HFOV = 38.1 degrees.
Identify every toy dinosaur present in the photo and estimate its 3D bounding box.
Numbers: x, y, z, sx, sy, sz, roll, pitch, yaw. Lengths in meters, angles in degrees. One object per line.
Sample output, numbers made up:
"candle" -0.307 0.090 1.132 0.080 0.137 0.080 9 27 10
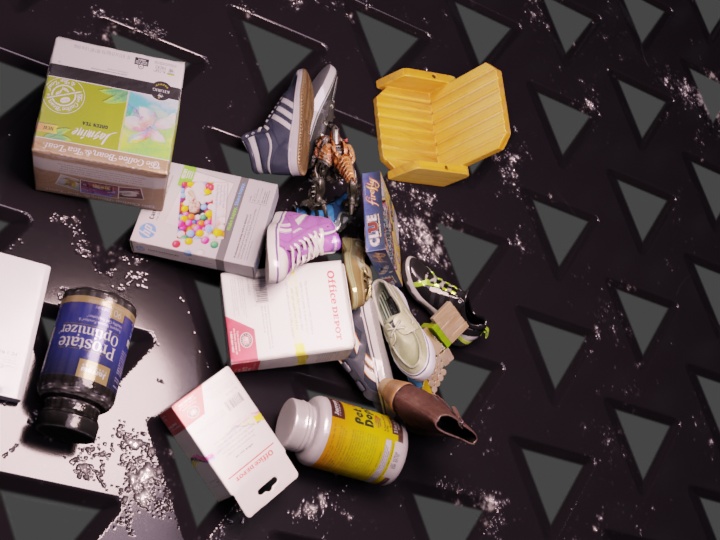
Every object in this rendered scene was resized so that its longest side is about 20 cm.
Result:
"toy dinosaur" -0.047 -0.167 1.708 0.100 0.200 0.138 6 105 4

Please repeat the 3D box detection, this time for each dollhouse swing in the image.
"dollhouse swing" 0.147 -0.284 1.910 0.179 0.175 0.204 4 71 -29

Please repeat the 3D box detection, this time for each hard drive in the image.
"hard drive" -0.524 0.073 1.472 0.130 0.025 0.203 17 65 -25

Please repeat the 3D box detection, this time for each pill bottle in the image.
"pill bottle" -0.031 0.265 1.644 0.197 0.109 0.111 19 63 -24
"pill bottle" -0.392 0.136 1.476 0.110 0.112 0.203 20 63 -23

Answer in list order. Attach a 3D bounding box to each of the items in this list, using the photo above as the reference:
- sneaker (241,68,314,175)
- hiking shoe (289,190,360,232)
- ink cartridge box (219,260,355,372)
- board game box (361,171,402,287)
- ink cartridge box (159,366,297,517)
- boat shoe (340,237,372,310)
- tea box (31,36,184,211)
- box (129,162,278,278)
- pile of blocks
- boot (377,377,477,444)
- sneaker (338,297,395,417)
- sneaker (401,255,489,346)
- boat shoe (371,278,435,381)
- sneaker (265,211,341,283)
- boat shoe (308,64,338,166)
"sneaker" -0.140 -0.251 1.766 0.107 0.070 0.203 -3 65 16
"hiking shoe" -0.076 -0.087 1.765 0.087 0.074 0.200 50 56 -9
"ink cartridge box" -0.117 0.074 1.644 0.196 0.084 0.148 -6 73 -11
"board game box" 0.037 -0.064 1.763 0.034 0.200 0.138 -7 70 8
"ink cartridge box" -0.197 0.264 1.572 0.116 0.067 0.201 -34 90 -34
"boat shoe" 0.000 0.002 1.723 0.062 0.201 0.074 0 112 -3
"tea box" -0.378 -0.218 1.575 0.196 0.134 0.200 8 67 -12
"box" -0.242 -0.082 1.633 0.196 0.041 0.158 12 60 5
"pile of blocks" 0.113 0.151 1.789 0.081 0.062 0.203 27 77 -23
"boot" 0.128 0.245 1.660 0.199 0.166 0.073 35 85 -40
"sneaker" 0.006 0.151 1.732 0.078 0.078 0.204 -13 93 10
"sneaker" 0.156 0.043 1.843 0.201 0.082 0.072 50 32 -11
"boat shoe" 0.063 0.099 1.743 0.062 0.072 0.201 36 20 -46
"sneaker" -0.088 -0.040 1.617 0.112 0.074 0.201 5 28 2
"boat shoe" -0.077 -0.270 1.843 0.056 0.068 0.203 32 65 -26
